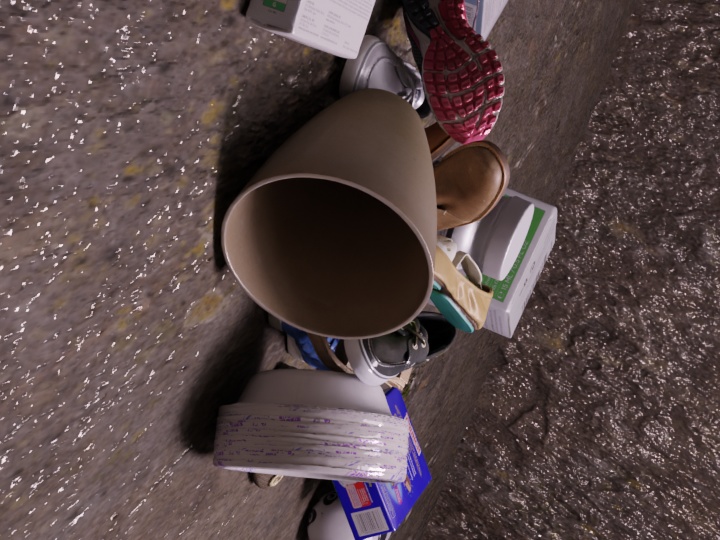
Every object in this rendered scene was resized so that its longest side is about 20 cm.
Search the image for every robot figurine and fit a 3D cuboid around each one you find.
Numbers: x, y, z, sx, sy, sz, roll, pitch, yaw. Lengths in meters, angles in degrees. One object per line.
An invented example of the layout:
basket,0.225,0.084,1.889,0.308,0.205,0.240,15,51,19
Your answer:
robot figurine,-0.016,0.414,1.758,0.200,0.124,0.151,20,70,-75

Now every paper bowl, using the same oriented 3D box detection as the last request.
paper bowl,-0.049,0.161,1.102,0.201,0.200,0.105,53,40,-74

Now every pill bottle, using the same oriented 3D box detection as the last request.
pill bottle,0.087,-0.069,1.212,0.116,0.200,0.116,-57,162,-29

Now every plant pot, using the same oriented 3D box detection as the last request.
plant pot,-0.008,-0.074,0.973,0.200,0.187,0.188,-71,173,-45

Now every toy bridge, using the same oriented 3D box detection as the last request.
toy bridge,-0.011,0.080,1.131,0.200,0.027,0.067,43,56,-38

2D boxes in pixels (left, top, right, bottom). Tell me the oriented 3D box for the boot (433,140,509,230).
boot,0.069,-0.066,1.076,0.075,0.074,0.200,-24,176,-41

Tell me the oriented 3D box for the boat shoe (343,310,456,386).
boat shoe,0.045,0.072,1.115,0.057,0.069,0.200,-26,173,23

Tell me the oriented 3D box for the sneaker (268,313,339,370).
sneaker,-0.032,0.067,1.178,0.077,0.111,0.200,-60,164,-21

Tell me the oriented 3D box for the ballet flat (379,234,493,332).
ballet flat,0.082,-0.003,1.107,0.063,0.069,0.200,-58,143,-10

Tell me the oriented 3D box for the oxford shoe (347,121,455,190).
oxford shoe,0.038,-0.127,1.123,0.200,0.071,0.071,-35,180,-27

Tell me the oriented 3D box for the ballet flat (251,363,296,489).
ballet flat,-0.093,0.197,1.290,0.067,0.046,0.200,-46,155,-51

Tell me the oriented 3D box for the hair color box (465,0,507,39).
hair color box,0.162,-0.379,1.277,0.200,0.061,0.099,-60,164,-22

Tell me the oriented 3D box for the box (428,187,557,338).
box,0.213,-0.024,1.787,0.199,0.171,0.200,-64,165,-11

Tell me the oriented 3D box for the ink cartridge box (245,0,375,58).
ink cartridge box,-0.014,-0.277,0.849,0.161,0.050,0.200,-12,121,-72

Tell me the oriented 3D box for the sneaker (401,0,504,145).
sneaker,0.094,-0.219,1.086,0.075,0.080,0.200,82,-5,-71

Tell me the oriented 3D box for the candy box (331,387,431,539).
candy box,0.026,0.292,1.643,0.200,0.077,0.169,-30,100,-65

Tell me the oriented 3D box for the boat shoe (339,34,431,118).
boat shoe,0.034,-0.188,1.099,0.072,0.068,0.200,-67,166,2
